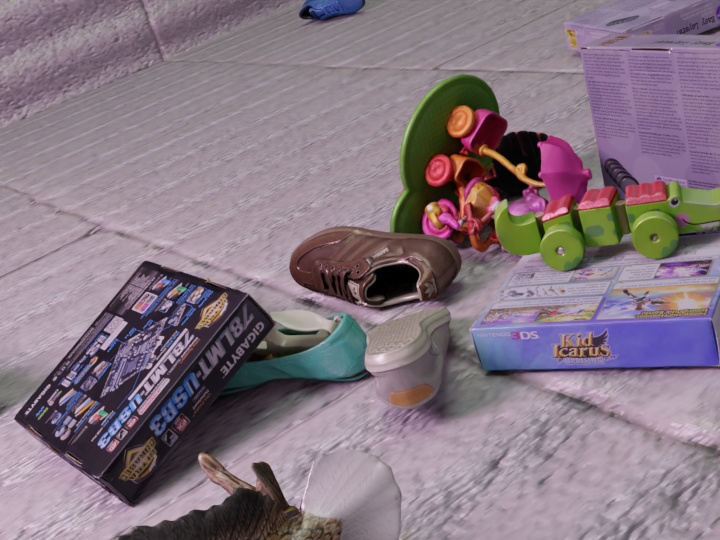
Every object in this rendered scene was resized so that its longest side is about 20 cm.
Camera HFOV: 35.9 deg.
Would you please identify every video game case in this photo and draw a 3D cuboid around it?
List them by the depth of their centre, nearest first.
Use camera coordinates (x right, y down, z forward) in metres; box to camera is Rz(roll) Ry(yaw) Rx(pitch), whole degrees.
[{"bbox_3d":[0.217,0.020,0.937,0.199,0.046,0.181,-4,24,31],"label":"video game case"}]

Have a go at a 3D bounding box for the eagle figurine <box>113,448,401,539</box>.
[{"bbox_3d":[-0.064,0.198,0.635,0.151,0.152,0.200,1,16,18],"label":"eagle figurine"}]

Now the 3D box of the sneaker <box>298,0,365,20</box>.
[{"bbox_3d":[-0.072,-0.646,2.738,0.199,0.066,0.078,6,43,46],"label":"sneaker"}]

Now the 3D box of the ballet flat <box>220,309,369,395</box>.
[{"bbox_3d":[-0.083,0.068,1.020,0.199,0.071,0.067,-8,27,25],"label":"ballet flat"}]

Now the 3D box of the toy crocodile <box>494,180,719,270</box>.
[{"bbox_3d":[0.213,-0.045,0.952,0.199,0.062,0.068,-8,23,22],"label":"toy crocodile"}]

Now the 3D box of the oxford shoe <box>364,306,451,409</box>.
[{"bbox_3d":[0.043,0.072,0.943,0.075,0.058,0.200,-20,6,11],"label":"oxford shoe"}]

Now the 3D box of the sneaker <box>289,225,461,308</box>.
[{"bbox_3d":[0.000,0.000,1.119,0.199,0.071,0.076,-4,26,32],"label":"sneaker"}]

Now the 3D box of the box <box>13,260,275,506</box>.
[{"bbox_3d":[-0.198,0.091,0.997,0.198,0.050,0.200,14,61,50],"label":"box"}]

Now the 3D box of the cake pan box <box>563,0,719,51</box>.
[{"bbox_3d":[0.439,-0.384,1.702,0.199,0.053,0.184,-24,24,-13],"label":"cake pan box"}]

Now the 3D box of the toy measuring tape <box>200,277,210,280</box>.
[{"bbox_3d":[-0.182,0.065,1.115,0.073,0.074,0.200,-10,30,19],"label":"toy measuring tape"}]

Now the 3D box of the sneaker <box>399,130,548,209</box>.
[{"bbox_3d":[0.133,-0.116,1.292,0.199,0.074,0.087,-22,18,-14],"label":"sneaker"}]

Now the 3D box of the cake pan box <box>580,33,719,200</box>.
[{"bbox_3d":[0.299,-0.125,1.030,0.052,0.185,0.200,-28,23,-24],"label":"cake pan box"}]

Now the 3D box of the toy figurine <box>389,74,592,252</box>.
[{"bbox_3d":[0.143,-0.080,1.133,0.184,0.201,0.150,30,6,41],"label":"toy figurine"}]
